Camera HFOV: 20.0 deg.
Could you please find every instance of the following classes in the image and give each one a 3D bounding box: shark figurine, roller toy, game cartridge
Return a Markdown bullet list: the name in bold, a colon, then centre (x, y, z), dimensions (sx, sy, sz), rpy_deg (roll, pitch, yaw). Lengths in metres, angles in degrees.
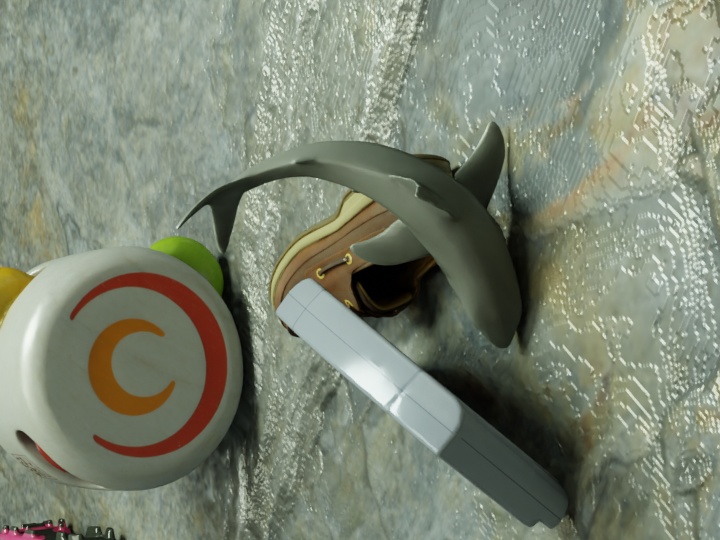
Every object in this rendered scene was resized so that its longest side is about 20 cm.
- **shark figurine**: centre (0.010, -0.043, 1.203), dimensions (0.090, 0.214, 0.128), rpy_deg (-115, 43, -82)
- **roller toy**: centre (-0.197, 0.076, 1.559), dimensions (0.140, 0.200, 0.183), rpy_deg (-7, 93, 60)
- **game cartridge**: centre (0.031, 0.076, 1.234), dimensions (0.041, 0.133, 0.200), rpy_deg (-53, 39, 1)

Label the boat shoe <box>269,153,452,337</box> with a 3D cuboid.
- **boat shoe**: centre (0.001, 0.000, 1.328), dimensions (0.200, 0.072, 0.068), rpy_deg (-45, 54, 49)

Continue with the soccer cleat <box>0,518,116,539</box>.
- **soccer cleat**: centre (-0.272, 0.271, 1.827), dimensions (0.200, 0.070, 0.087), rpy_deg (-4, 90, 59)
